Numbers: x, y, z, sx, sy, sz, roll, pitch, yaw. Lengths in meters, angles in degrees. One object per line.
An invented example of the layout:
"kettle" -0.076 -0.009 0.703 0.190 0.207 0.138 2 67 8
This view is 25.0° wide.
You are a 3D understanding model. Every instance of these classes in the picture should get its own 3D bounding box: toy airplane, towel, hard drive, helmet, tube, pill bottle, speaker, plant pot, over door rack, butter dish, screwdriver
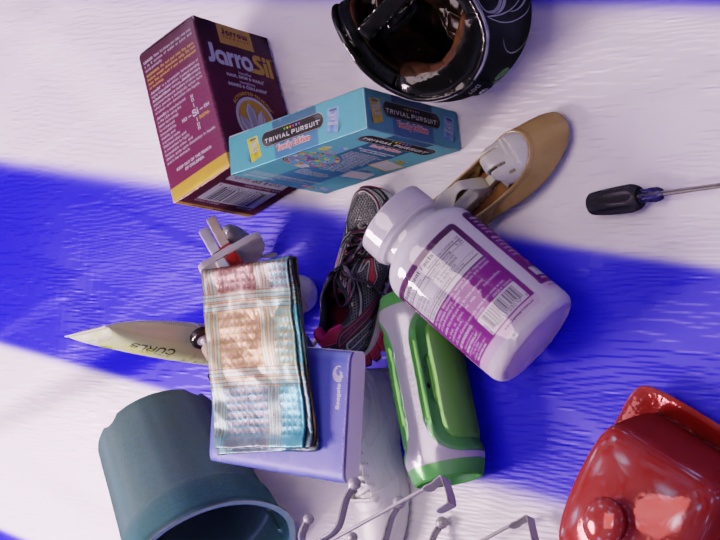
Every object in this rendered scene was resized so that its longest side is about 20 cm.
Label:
"toy airplane" -0.115 0.028 1.823 0.199 0.141 0.200 174 82 -71
"towel" -0.109 0.091 1.682 0.147 0.022 0.200 -9 87 42
"hard drive" -0.079 0.144 1.694 0.200 0.025 0.132 3 89 43
"helmet" 0.078 -0.272 1.649 0.200 0.191 0.200 8 118 15
"tube" -0.241 0.080 1.890 0.058 0.200 0.052 -56 50 21
"pill bottle" 0.101 0.008 1.612 0.200 0.112 0.112 41 113 19
"speaker" 0.073 0.119 1.676 0.088 0.088 0.200 -23 69 38
"plant pot" -0.201 0.253 1.852 0.200 0.200 0.196 -51 47 26
"over door rack" 0.059 0.251 1.625 0.200 0.148 0.067 -23 52 37
"butter dish" 0.254 0.224 1.456 0.200 0.148 0.199 33 107 40
"screwdriver" 0.300 -0.074 1.536 0.200 0.029 0.028 -6 80 38

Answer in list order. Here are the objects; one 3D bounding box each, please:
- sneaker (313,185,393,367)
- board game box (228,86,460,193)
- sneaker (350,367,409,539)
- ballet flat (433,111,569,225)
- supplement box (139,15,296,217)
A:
"sneaker" 0.000 0.000 1.754 0.081 0.075 0.200 -12 63 42
"board game box" -0.018 -0.137 1.746 0.200 0.151 0.047 -16 74 40
"sneaker" -0.010 0.202 1.723 0.074 0.116 0.200 -10 79 39
"ballet flat" 0.132 -0.089 1.662 0.200 0.063 0.069 -46 55 28
"supplement box" -0.161 -0.177 1.897 0.103 0.131 0.200 -30 66 35
